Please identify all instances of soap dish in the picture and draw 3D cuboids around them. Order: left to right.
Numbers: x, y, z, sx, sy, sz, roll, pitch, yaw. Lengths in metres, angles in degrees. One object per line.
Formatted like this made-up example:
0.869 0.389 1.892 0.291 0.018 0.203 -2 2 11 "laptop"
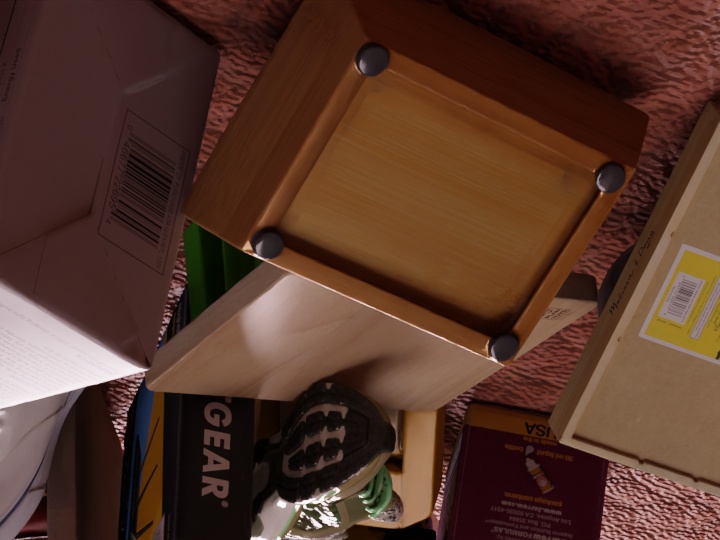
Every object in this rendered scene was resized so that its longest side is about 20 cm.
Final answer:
0.033 -0.047 1.290 0.199 0.081 0.158 24 111 -23 "soap dish"

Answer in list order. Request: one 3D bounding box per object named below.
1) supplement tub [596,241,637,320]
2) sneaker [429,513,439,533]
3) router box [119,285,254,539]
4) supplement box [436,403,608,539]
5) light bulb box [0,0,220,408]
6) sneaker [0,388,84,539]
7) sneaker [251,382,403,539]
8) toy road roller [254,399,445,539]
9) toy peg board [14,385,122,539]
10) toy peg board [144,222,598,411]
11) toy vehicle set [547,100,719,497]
0.219 0.055 1.460 0.107 0.107 0.200 -13 145 37 "supplement tub"
-0.055 0.169 1.790 0.199 0.081 0.146 4 157 24 "sneaker"
-0.109 0.133 1.573 0.051 0.201 0.149 12 139 -15 "router box"
0.100 0.209 1.692 0.103 0.201 0.131 11 153 -1 "supplement box"
-0.200 -0.039 1.324 0.199 0.199 0.125 -15 143 40 "light bulb box"
-0.224 0.088 1.578 0.073 0.201 0.071 16 164 32 "sneaker"
-0.008 0.123 1.537 0.088 0.077 0.200 14 159 -18 "sneaker"
-0.004 0.123 1.683 0.122 0.146 0.201 6 115 8 "toy road roller"
-0.220 0.171 1.689 0.097 0.200 0.200 -6 151 2 "toy peg board"
0.000 0.000 1.474 0.198 0.098 0.200 6 157 -28 "toy peg board"
0.199 0.021 1.356 0.124 0.027 0.201 20 108 -17 "toy vehicle set"
